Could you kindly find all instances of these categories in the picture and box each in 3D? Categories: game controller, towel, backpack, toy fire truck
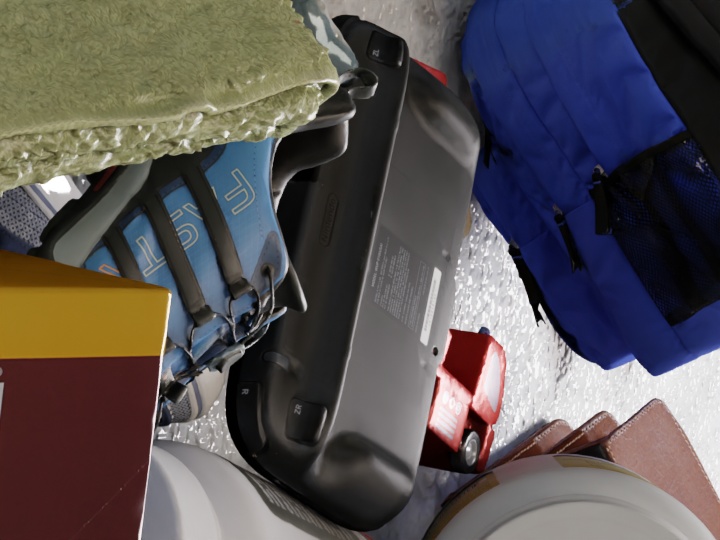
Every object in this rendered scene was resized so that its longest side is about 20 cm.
[{"bbox_3d":[0.000,0.000,1.116,0.104,0.042,0.201,45,50,-47],"label":"game controller"},{"bbox_3d":[-0.113,-0.087,0.868,0.200,0.149,0.037,-15,153,-40],"label":"towel"},{"bbox_3d":[0.134,-0.066,1.327,0.200,0.168,0.162,60,33,-4],"label":"backpack"},{"bbox_3d":[0.020,-0.001,1.253,0.200,0.049,0.142,42,61,-58],"label":"toy fire truck"}]

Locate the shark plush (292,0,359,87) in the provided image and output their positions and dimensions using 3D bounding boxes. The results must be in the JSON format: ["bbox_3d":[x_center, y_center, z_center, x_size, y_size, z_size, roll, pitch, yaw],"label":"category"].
[{"bbox_3d":[-0.069,-0.117,1.040,0.083,0.091,0.200,-34,140,-14],"label":"shark plush"}]

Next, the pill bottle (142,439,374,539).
[{"bbox_3d":[-0.064,0.129,1.073,0.200,0.114,0.114,36,67,-59],"label":"pill bottle"}]

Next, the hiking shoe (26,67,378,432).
[{"bbox_3d":[-0.063,0.010,0.916,0.074,0.086,0.201,87,20,-74],"label":"hiking shoe"}]

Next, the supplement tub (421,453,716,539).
[{"bbox_3d":[0.090,0.155,1.220,0.200,0.144,0.145,33,67,-88],"label":"supplement tub"}]

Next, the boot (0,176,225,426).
[{"bbox_3d":[-0.124,0.019,0.988,0.091,0.073,0.200,-59,138,-21],"label":"boot"}]

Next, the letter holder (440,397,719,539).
[{"bbox_3d":[0.151,0.167,1.409,0.142,0.100,0.201,-29,95,-57],"label":"letter holder"}]

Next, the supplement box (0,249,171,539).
[{"bbox_3d":[-0.177,0.092,0.796,0.197,0.132,0.201,1,99,-49],"label":"supplement box"}]
